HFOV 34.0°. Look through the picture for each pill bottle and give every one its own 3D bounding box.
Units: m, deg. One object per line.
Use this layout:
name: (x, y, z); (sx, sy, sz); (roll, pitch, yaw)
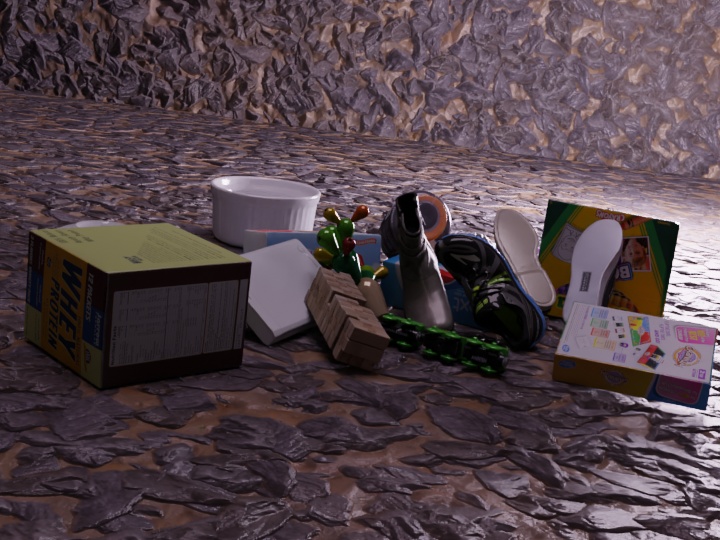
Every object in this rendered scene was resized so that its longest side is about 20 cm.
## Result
pill bottle: (0.092, -0.072, 1.958); (0.104, 0.108, 0.200); (5, -8, -6)

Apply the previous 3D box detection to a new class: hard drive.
hard drive: (-0.108, 0.026, 1.622); (0.132, 0.026, 0.199); (49, 30, 13)

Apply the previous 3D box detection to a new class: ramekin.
ramekin: (-0.173, -0.102, 2.105); (0.197, 0.100, 0.201); (7, 14, -2)

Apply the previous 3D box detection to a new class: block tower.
block tower: (-0.021, 0.060, 1.537); (0.057, 0.055, 0.200); (20, 16, -21)

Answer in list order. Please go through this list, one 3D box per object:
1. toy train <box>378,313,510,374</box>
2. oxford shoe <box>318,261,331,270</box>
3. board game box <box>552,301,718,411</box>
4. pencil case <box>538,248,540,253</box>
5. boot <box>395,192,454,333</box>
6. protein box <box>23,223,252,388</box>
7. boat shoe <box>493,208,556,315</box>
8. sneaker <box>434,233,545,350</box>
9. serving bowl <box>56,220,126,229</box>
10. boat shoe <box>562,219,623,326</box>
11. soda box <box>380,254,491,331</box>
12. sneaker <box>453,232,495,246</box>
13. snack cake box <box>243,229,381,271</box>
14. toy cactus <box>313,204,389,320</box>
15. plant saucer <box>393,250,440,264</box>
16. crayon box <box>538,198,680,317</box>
toy train: (0.111, 0.096, 1.564); (0.197, 0.042, 0.056); (15, 5, 30)
oxford shoe: (-0.095, 0.021, 1.730); (0.074, 0.059, 0.200); (13, 16, 18)
board game box: (0.363, 0.109, 1.549); (0.197, 0.041, 0.153); (11, 29, 17)
pencil case: (0.361, 0.017, 1.916); (0.197, 0.085, 0.086); (13, -20, 15)
boot: (0.079, -0.008, 1.657); (0.067, 0.132, 0.202); (-14, 43, 0)
protein box: (-0.271, 0.035, 1.424); (0.198, 0.137, 0.197); (-5, 18, -41)
boat shoe: (0.241, -0.006, 1.798); (0.071, 0.063, 0.202); (-2, 50, -17)
sneaker: (0.179, 0.028, 1.646); (0.200, 0.071, 0.083); (49, 33, 6)
serving bowl: (-0.395, -0.035, 1.800); (0.196, 0.067, 0.200); (6, 13, -1)
boat shoe: (0.338, 0.016, 1.718); (0.068, 0.057, 0.202); (7, 57, 27)
soda box: (0.129, 0.032, 1.764); (0.197, 0.069, 0.064); (13, 16, 25)
sneaker: (0.211, -0.026, 2.050); (0.197, 0.077, 0.081); (9, 1, -34)
snack cake box: (-0.078, -0.029, 1.878); (0.197, 0.069, 0.115); (1, 5, -23)
toy cactus: (0.000, 0.000, 1.697); (0.101, 0.166, 0.200); (-28, -24, -2)
plant saucer: (0.148, -0.001, 1.884); (0.197, 0.037, 0.200); (6, -6, 1)
crayon box: (0.371, -0.005, 1.799); (0.197, 0.176, 0.058); (12, 5, 24)
